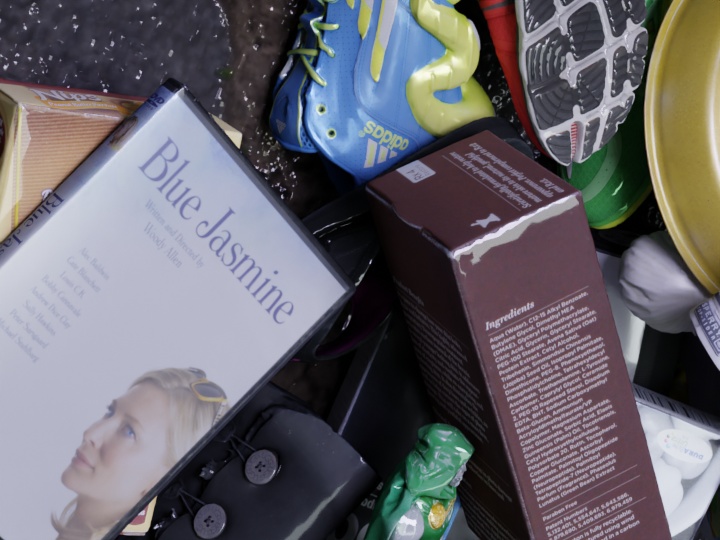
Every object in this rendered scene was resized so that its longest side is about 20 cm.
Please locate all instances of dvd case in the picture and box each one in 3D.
[{"bbox_3d":[-0.110,0.032,0.990,0.200,0.018,0.143,-46,123,-7],"label":"dvd case"}]

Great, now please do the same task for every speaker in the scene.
[{"bbox_3d":[0.125,0.078,1.210,0.081,0.081,0.201,0,109,-35],"label":"speaker"}]

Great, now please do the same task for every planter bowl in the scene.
[{"bbox_3d":[0.241,-0.071,1.099,0.199,0.083,0.202,3,84,-36],"label":"planter bowl"}]

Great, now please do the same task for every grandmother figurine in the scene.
[{"bbox_3d":[0.218,0.006,1.163,0.199,0.060,0.122,0,83,-34],"label":"grandmother figurine"}]

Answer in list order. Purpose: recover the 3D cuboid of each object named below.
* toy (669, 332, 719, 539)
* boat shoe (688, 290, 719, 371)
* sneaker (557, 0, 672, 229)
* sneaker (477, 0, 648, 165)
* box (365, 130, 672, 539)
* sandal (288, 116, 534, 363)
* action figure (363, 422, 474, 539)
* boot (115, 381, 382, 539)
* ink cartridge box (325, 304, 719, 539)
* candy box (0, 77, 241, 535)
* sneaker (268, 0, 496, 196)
[{"bbox_3d":[0.210,0.099,1.201,0.047,0.200,0.116,-5,115,-11],"label":"toy"},{"bbox_3d":[0.234,0.053,1.097,0.070,0.071,0.200,-34,137,15],"label":"boat shoe"},{"bbox_3d":[0.121,-0.123,1.131,0.083,0.074,0.201,1,99,-38],"label":"sneaker"},{"bbox_3d":[0.077,-0.150,1.069,0.077,0.085,0.201,-23,105,-27],"label":"sneaker"},{"bbox_3d":[0.075,0.047,1.037,0.075,0.100,0.201,-26,118,-13],"label":"box"},{"bbox_3d":[0.000,-0.001,1.071,0.200,0.048,0.075,-35,149,7],"label":"sandal"},{"bbox_3d":[0.014,0.156,1.071,0.118,0.054,0.201,-60,169,-58],"label":"action figure"},{"bbox_3d":[-0.061,0.165,1.068,0.200,0.165,0.066,-44,150,-12],"label":"boot"},{"bbox_3d":[0.066,0.135,1.154,0.197,0.043,0.201,22,100,-8],"label":"ink cartridge box"},{"bbox_3d":[-0.135,0.019,1.017,0.115,0.055,0.201,5,107,-35],"label":"candy box"},{"bbox_3d":[0.000,-0.110,1.047,0.105,0.076,0.201,-34,126,-18],"label":"sneaker"}]
